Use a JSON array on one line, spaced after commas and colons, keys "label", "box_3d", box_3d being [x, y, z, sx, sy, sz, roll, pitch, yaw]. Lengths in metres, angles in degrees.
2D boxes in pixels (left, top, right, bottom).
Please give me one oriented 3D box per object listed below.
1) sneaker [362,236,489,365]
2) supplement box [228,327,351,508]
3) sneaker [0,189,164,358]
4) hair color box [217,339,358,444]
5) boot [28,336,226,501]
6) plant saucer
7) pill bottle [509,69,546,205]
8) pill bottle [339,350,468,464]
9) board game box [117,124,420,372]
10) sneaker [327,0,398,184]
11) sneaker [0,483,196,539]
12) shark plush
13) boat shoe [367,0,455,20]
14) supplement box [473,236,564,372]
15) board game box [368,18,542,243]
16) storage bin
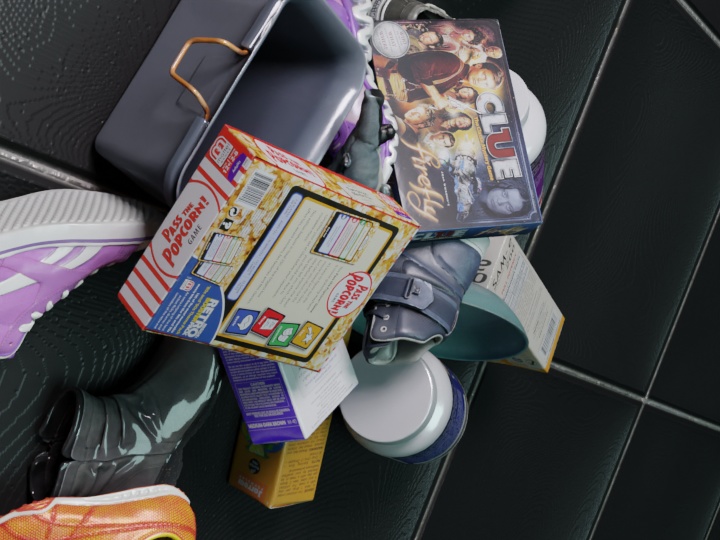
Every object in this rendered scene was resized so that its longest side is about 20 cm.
[{"label": "sneaker", "box_3d": [0.001, 0.000, 1.167, 0.077, 0.200, 0.147, 93, 19, -69]}, {"label": "supplement box", "box_3d": [-0.068, 0.126, 1.262, 0.068, 0.066, 0.202, -5, 110, -50]}, {"label": "sneaker", "box_3d": [-0.243, 0.005, 0.985, 0.199, 0.072, 0.115, -11, 120, -37]}, {"label": "hair color box", "box_3d": [-0.078, 0.037, 1.134, 0.109, 0.064, 0.202, -41, 118, -56]}, {"label": "boot", "box_3d": [-0.195, 0.113, 1.098, 0.131, 0.069, 0.202, 20, 87, -48]}, {"label": "plant saucer", "box_3d": [0.074, 0.042, 1.304, 0.200, 0.198, 0.036, 40, 57, -52]}, {"label": "pill bottle", "box_3d": [0.131, -0.118, 1.309, 0.113, 0.112, 0.200, -54, 161, -18]}, {"label": "pill bottle", "box_3d": [0.043, 0.134, 1.315, 0.117, 0.115, 0.200, -64, 165, -5]}, {"label": "board game box", "box_3d": [-0.064, -0.008, 0.983, 0.199, 0.046, 0.152, 20, 109, -50]}, {"label": "sneaker", "box_3d": [-0.029, -0.156, 1.122, 0.088, 0.080, 0.202, -1, 73, -39]}, {"label": "sneaker", "box_3d": [-0.229, 0.226, 1.053, 0.198, 0.078, 0.073, -8, 150, -17]}, {"label": "shark plush", "box_3d": [-0.011, -0.054, 1.048, 0.083, 0.091, 0.200, -33, 167, -46]}, {"label": "boat shoe", "box_3d": [0.082, -0.212, 1.284, 0.199, 0.063, 0.071, 22, 89, -54]}, {"label": "supplement box", "box_3d": [0.128, 0.029, 1.401, 0.200, 0.125, 0.074, 49, 56, -49]}, {"label": "board game box", "box_3d": [0.078, -0.128, 1.164, 0.134, 0.035, 0.202, -5, 74, -21]}, {"label": "storage bin", "box_3d": [-0.116, -0.131, 1.016, 0.201, 0.134, 0.146, -61, 143, -11]}]
